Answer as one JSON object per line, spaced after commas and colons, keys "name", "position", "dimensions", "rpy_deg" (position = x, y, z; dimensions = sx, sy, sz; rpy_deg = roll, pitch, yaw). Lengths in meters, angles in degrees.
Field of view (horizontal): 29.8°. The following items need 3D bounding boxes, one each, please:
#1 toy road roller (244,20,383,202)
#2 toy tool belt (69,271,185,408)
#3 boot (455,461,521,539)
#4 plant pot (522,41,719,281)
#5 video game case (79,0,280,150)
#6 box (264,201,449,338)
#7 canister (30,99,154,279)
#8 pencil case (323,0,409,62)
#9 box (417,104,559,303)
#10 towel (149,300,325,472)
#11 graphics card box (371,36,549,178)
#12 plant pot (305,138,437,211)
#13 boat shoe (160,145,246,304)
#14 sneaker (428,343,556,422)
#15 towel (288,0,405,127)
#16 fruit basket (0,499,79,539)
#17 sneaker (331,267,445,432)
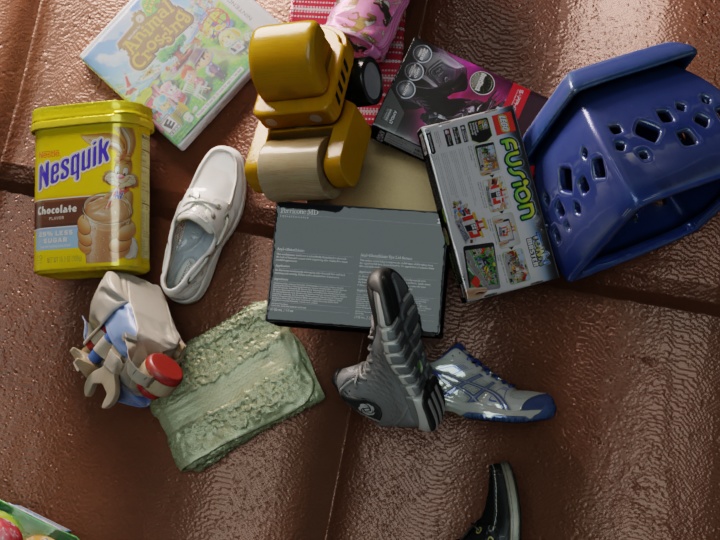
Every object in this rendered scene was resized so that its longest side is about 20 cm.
{"name": "toy road roller", "position": [-0.068, -0.188, 1.512], "dimensions": [0.123, 0.146, 0.200], "rpy_deg": [-2, 60, 27]}
{"name": "toy tool belt", "position": [-0.269, 0.103, 1.558], "dimensions": [0.123, 0.125, 0.200], "rpy_deg": [-51, 38, 20]}
{"name": "boot", "position": [0.102, 0.316, 1.521], "dimensions": [0.154, 0.073, 0.204], "rpy_deg": [2, 85, 2]}
{"name": "plant pot", "position": [0.297, -0.128, 1.484], "dimensions": [0.200, 0.200, 0.180], "rpy_deg": [-19, 71, -23]}
{"name": "video game case", "position": [-0.219, -0.280, 1.680], "dimensions": [0.182, 0.022, 0.200], "rpy_deg": [42, 88, 11]}
{"name": "box", "position": [0.000, 0.000, 1.555], "dimensions": [0.200, 0.079, 0.141], "rpy_deg": [5, 85, 7]}
{"name": "canister", "position": [-0.322, -0.094, 1.626], "dimensions": [0.148, 0.087, 0.200], "rpy_deg": [-4, 82, 17]}
{"name": "pencil case", "position": [0.029, -0.343, 1.606], "dimensions": [0.083, 0.087, 0.200], "rpy_deg": [30, 78, -18]}
{"name": "box", "position": [0.141, -0.073, 1.502], "dimensions": [0.110, 0.035, 0.200], "rpy_deg": [-14, 89, -7]}
{"name": "towel", "position": [-0.156, 0.135, 1.602], "dimensions": [0.200, 0.036, 0.148], "rpy_deg": [-30, 78, 2]}
{"name": "graphics card box", "position": [0.125, -0.175, 1.586], "dimensions": [0.200, 0.051, 0.126], "rpy_deg": [25, 77, 1]}
{"name": "plant pot", "position": [0.035, -0.082, 1.617], "dimensions": [0.200, 0.027, 0.200], "rpy_deg": [-1, 82, 7]}
{"name": "boat shoe", "position": [-0.189, -0.059, 1.618], "dimensions": [0.071, 0.069, 0.200], "rpy_deg": [15, 83, 11]}
{"name": "sneaker", "position": [0.126, 0.128, 1.550], "dimensions": [0.200, 0.075, 0.088], "rpy_deg": [6, 82, 7]}
{"name": "towel", "position": [-0.019, -0.265, 1.642], "dimensions": [0.144, 0.022, 0.200], "rpy_deg": [2, 75, 7]}
{"name": "fruit basket", "position": [-0.394, 0.307, 1.524], "dimensions": [0.185, 0.200, 0.094], "rpy_deg": [23, 70, 10]}
{"name": "sneaker", "position": [0.011, 0.094, 1.485], "dimensions": [0.115, 0.075, 0.200], "rpy_deg": [-7, 113, 28]}
